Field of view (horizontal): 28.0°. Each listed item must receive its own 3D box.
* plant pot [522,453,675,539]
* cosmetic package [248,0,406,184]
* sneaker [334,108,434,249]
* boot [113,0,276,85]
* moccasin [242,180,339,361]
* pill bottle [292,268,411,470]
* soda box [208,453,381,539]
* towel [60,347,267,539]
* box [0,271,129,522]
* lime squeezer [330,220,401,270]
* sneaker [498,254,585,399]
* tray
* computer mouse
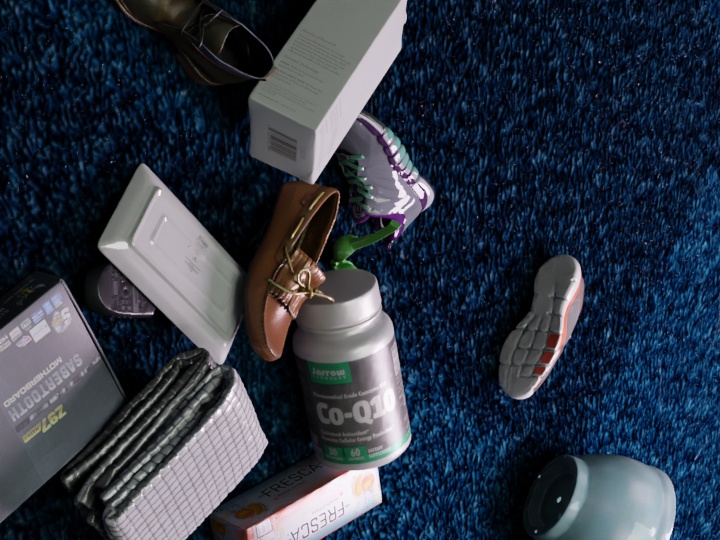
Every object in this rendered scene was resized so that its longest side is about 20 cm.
[{"bbox_3d":[0.302,0.324,1.914,0.134,0.200,0.201,30,77,-17],"label":"plant pot"},{"bbox_3d":[-0.031,-0.203,1.466,0.200,0.081,0.113,-60,170,-26],"label":"cosmetic package"},{"bbox_3d":[0.009,-0.103,1.580,0.088,0.074,0.200,-56,134,-13],"label":"sneaker"},{"bbox_3d":[-0.159,-0.247,1.354,0.200,0.097,0.075,45,68,-42],"label":"boot"},{"bbox_3d":[-0.067,0.000,1.488,0.074,0.077,0.202,64,38,-49],"label":"moccasin"},{"bbox_3d":[-0.013,0.107,1.578,0.113,0.113,0.201,-29,119,-37],"label":"pill bottle"},{"bbox_3d":[-0.070,0.261,1.589,0.200,0.068,0.064,-23,116,-39],"label":"soda box"},{"bbox_3d":[-0.190,0.189,1.413,0.200,0.085,0.166,-48,154,-21],"label":"towel"},{"bbox_3d":[-0.322,0.122,1.313,0.200,0.051,0.158,-42,128,-31],"label":"box"},{"bbox_3d":[0.000,0.000,1.604,0.200,0.070,0.038,101,9,-47],"label":"lime squeezer"},{"bbox_3d":[0.248,0.083,1.867,0.082,0.077,0.201,41,71,-50],"label":"sneaker"},{"bbox_3d":[-0.171,-0.005,1.428,0.200,0.022,0.108,49,48,-37],"label":"tray"},{"bbox_3d":[-0.201,0.022,1.431,0.200,0.034,0.059,7,79,-51],"label":"computer mouse"}]
